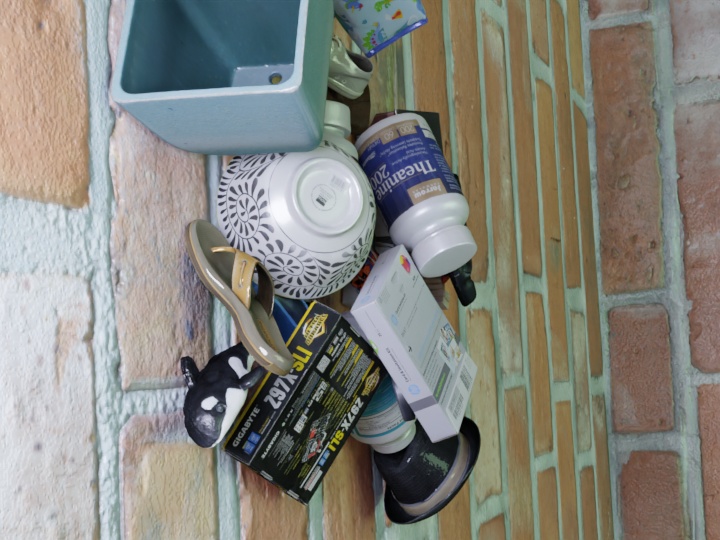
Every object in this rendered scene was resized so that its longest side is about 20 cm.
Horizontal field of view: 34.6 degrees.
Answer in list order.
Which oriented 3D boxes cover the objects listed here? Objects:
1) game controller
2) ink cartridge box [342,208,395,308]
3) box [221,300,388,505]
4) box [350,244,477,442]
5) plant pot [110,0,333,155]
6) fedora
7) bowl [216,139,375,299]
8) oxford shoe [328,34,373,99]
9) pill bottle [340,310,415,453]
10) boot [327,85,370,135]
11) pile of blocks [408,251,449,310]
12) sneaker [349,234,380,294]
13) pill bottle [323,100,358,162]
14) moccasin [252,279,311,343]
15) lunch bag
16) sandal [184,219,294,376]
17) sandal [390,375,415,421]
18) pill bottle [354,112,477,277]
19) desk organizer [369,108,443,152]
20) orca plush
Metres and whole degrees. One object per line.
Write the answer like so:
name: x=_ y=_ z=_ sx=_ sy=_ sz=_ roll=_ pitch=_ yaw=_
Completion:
game controller: x=0.131 y=-0.049 z=1.619 sx=0.105 sy=0.042 sz=0.201 roll=75 pitch=9 yaw=-51
ink cartridge box: x=0.040 y=-0.031 z=1.685 sx=0.146 sy=0.084 sz=0.201 roll=34 pitch=56 yaw=-61
box: x=-0.059 y=0.158 z=1.351 sx=0.201 sy=0.049 sz=0.160 roll=-58 pitch=148 yaw=-12
box: x=0.071 y=0.088 z=1.433 sx=0.201 sy=0.041 sz=0.156 roll=59 pitch=26 yaw=-17
plant pot: x=-0.121 y=-0.220 z=1.218 sx=0.200 sy=0.195 sz=0.197 roll=58 pitch=33 yaw=-65
fedora: x=0.079 y=0.261 z=1.649 sx=0.092 sy=0.200 sz=0.201 roll=46 pitch=38 yaw=-19
bowl: x=-0.055 y=-0.073 z=1.315 sx=0.199 sy=0.094 sz=0.202 roll=5 pitch=78 yaw=-25
oxford shoe: x=-0.057 y=-0.282 z=1.476 sx=0.199 sy=0.058 sz=0.075 roll=20 pitch=33 yaw=-45
pill bottle: x=0.013 y=0.157 z=1.550 sx=0.111 sy=0.110 sz=0.201 roll=-72 pitch=149 yaw=-43
boot: x=-0.027 y=-0.186 z=1.598 sx=0.200 sy=0.064 sz=0.188 roll=-27 pitch=113 yaw=-71
pile of blocks: x=0.100 y=-0.028 z=1.637 sx=0.082 sy=0.062 sz=0.201 roll=-55 pitch=135 yaw=-54
sneaker: x=0.000 y=0.000 z=1.541 sx=0.078 sy=0.075 sz=0.200 roll=-5 pitch=52 yaw=-52
pill bottle: x=-0.056 y=-0.103 z=1.436 sx=0.109 sy=0.109 sz=0.202 roll=21 pitch=66 yaw=-65
moccasin: x=-0.073 y=0.063 z=1.399 sx=0.201 sy=0.080 sz=0.068 roll=65 pitch=34 yaw=-42
lunch bag: x=-0.014 y=-0.423 z=1.590 sx=0.170 sy=0.127 sz=0.201 roll=56 pitch=7 yaw=-50
sandal: x=-0.118 y=0.021 z=1.232 sx=0.201 sy=0.054 sz=0.080 roll=57 pitch=18 yaw=23
sandal: x=0.075 y=0.113 z=1.510 sx=0.201 sy=0.043 sz=0.076 roll=-75 pitch=150 yaw=-52
pill bottle: x=0.075 y=-0.097 z=1.518 sx=0.111 sy=0.111 sz=0.201 roll=29 pitch=34 yaw=-63
desk organizer: x=0.058 y=-0.204 z=1.772 sx=0.200 sy=0.076 sz=0.072 roll=-15 pitch=99 yaw=-67
orca plush: x=-0.152 y=0.104 z=1.219 sx=0.071 sy=0.105 sz=0.200 roll=43 pitch=40 yaw=-13
